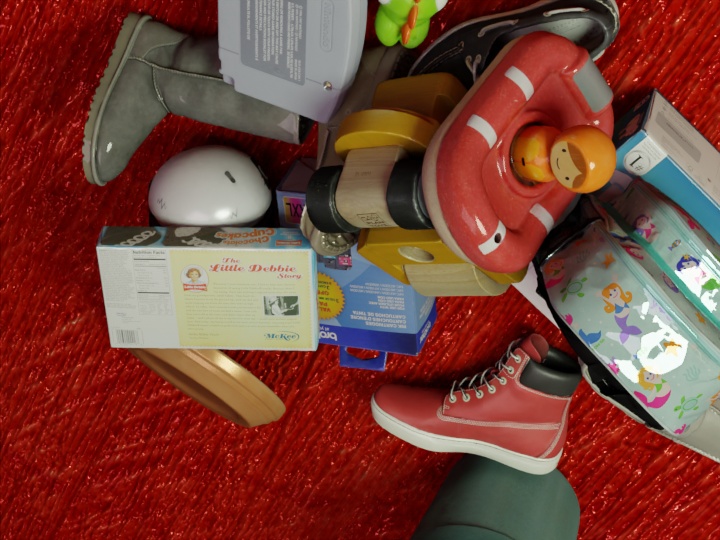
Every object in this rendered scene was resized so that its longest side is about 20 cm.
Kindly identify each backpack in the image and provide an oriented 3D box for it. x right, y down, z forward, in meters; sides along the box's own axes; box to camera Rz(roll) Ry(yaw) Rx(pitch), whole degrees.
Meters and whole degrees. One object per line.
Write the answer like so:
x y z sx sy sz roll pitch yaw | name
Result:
0.227 0.029 1.167 0.150 0.200 0.178 -41 101 16 | backpack

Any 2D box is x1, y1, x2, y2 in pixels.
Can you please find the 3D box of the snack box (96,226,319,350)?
-0.138 0.017 1.362 0.197 0.037 0.117 1 125 3 | snack box

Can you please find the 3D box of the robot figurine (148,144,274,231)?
-0.141 -0.025 1.434 0.148 0.125 0.202 2 125 3 | robot figurine

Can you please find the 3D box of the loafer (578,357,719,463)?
0.290 0.130 1.387 0.199 0.070 0.070 32 127 1 | loafer

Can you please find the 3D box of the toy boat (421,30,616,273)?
0.144 -0.089 1.151 0.130 0.201 0.131 12 149 53 | toy boat

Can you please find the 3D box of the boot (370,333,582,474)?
0.113 0.111 1.450 0.198 0.073 0.146 12 124 5 | boot

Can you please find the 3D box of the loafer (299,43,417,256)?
-0.008 -0.110 1.318 0.068 0.202 0.076 17 170 35 | loafer

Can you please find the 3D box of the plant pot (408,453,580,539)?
0.130 0.293 1.475 0.198 0.196 0.202 11 124 16 | plant pot

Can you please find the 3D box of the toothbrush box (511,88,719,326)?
0.234 -0.034 1.298 0.146 0.085 0.200 41 126 -7 | toothbrush box

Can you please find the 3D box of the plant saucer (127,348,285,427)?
-0.168 0.103 1.505 0.199 0.038 0.200 30 166 8 | plant saucer

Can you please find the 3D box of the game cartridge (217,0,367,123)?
-0.058 -0.226 1.236 0.132 0.040 0.201 25 135 21 | game cartridge

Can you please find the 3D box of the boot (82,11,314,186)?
-0.143 -0.144 1.357 0.198 0.073 0.184 17 87 9 | boot

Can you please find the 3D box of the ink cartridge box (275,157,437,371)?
0.000 0.000 1.423 0.135 0.077 0.202 6 124 19 | ink cartridge box

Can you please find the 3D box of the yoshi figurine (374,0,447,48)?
0.047 -0.283 1.207 0.112 0.112 0.201 31 134 15 | yoshi figurine

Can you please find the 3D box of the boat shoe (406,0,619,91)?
0.125 -0.179 1.253 0.198 0.060 0.074 -17 113 21 | boat shoe

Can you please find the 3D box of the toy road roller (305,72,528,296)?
0.060 -0.076 1.257 0.122 0.147 0.200 -1 153 40 | toy road roller
